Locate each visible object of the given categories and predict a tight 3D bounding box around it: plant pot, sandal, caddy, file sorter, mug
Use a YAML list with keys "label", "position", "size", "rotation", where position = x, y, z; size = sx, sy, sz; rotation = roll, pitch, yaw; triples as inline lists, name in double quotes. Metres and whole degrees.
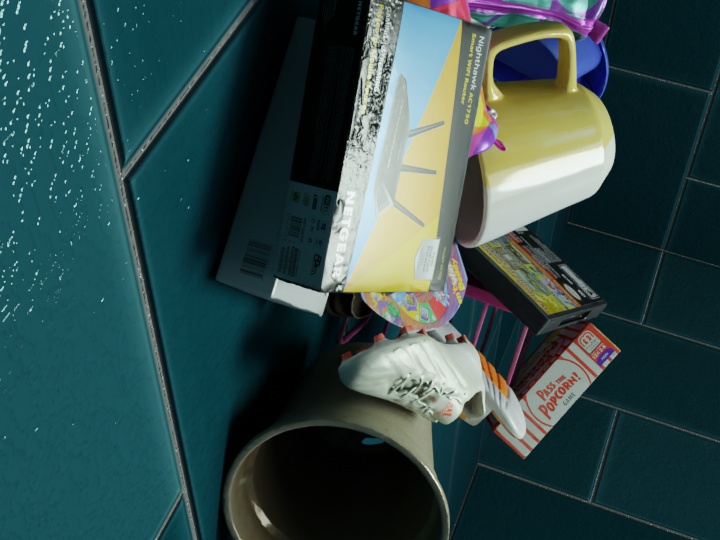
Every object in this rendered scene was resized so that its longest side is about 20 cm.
- label: "plant pot"
  position: [-0.009, 0.168, 1.047]
  size: [0.184, 0.198, 0.202]
  rotation: [-72, 173, -60]
- label: "sandal"
  position: [0.085, 0.094, 1.134]
  size: [0.059, 0.207, 0.079]
  rotation: [-43, 171, 14]
- label: "caddy"
  position: [0.176, -0.239, 1.250]
  size: [0.105, 0.199, 0.142]
  rotation: [-40, 153, -38]
- label: "file sorter"
  position: [0.092, 0.048, 1.232]
  size: [0.139, 0.198, 0.127]
  rotation: [-37, 146, -69]
- label: "mug"
  position: [0.155, -0.118, 1.042]
  size: [0.187, 0.152, 0.151]
  rotation: [115, -42, -67]

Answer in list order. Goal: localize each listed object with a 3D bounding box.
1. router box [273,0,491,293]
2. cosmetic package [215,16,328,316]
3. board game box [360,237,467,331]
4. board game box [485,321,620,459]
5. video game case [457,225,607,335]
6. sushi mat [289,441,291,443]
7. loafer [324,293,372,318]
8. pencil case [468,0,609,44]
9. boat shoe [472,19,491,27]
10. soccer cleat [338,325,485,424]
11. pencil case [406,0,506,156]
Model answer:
- label: "router box"
  position: [0.019, -0.087, 0.812]
  size: [0.148, 0.051, 0.202]
  rotation: [0, 103, -51]
- label: "cosmetic package"
  position: [-0.038, -0.072, 0.876]
  size: [0.151, 0.051, 0.202]
  rotation: [31, 76, -74]
- label: "board game box"
  position: [0.047, -0.049, 0.995]
  size: [0.157, 0.039, 0.202]
  rotation: [-5, 76, -50]
- label: "board game box"
  position: [0.205, 0.125, 1.253]
  size: [0.152, 0.046, 0.200]
  rotation: [-48, 178, 0]
- label: "video game case"
  position: [0.149, -0.018, 1.169]
  size: [0.026, 0.200, 0.180]
  rotation: [-52, 159, 22]
- label: "sushi mat"
  position: [-0.079, 0.251, 1.179]
  size: [0.201, 0.012, 0.096]
  rotation: [79, 32, -62]
- label: "loafer"
  position: [0.000, 0.000, 1.072]
  size: [0.200, 0.071, 0.074]
  rotation: [71, 39, -68]
- label: "pencil case"
  position: [0.125, -0.254, 1.019]
  size: [0.085, 0.198, 0.093]
  rotation: [118, -37, -47]
- label: "boat shoe"
  position: [0.140, -0.276, 1.095]
  size: [0.200, 0.062, 0.073]
  rotation: [-47, 154, -21]
- label: "soccer cleat"
  position: [0.054, 0.095, 0.974]
  size: [0.199, 0.069, 0.078]
  rotation: [7, 58, -56]
- label: "pencil case"
  position: [0.055, -0.183, 0.911]
  size: [0.088, 0.087, 0.202]
  rotation: [-50, 128, -58]
